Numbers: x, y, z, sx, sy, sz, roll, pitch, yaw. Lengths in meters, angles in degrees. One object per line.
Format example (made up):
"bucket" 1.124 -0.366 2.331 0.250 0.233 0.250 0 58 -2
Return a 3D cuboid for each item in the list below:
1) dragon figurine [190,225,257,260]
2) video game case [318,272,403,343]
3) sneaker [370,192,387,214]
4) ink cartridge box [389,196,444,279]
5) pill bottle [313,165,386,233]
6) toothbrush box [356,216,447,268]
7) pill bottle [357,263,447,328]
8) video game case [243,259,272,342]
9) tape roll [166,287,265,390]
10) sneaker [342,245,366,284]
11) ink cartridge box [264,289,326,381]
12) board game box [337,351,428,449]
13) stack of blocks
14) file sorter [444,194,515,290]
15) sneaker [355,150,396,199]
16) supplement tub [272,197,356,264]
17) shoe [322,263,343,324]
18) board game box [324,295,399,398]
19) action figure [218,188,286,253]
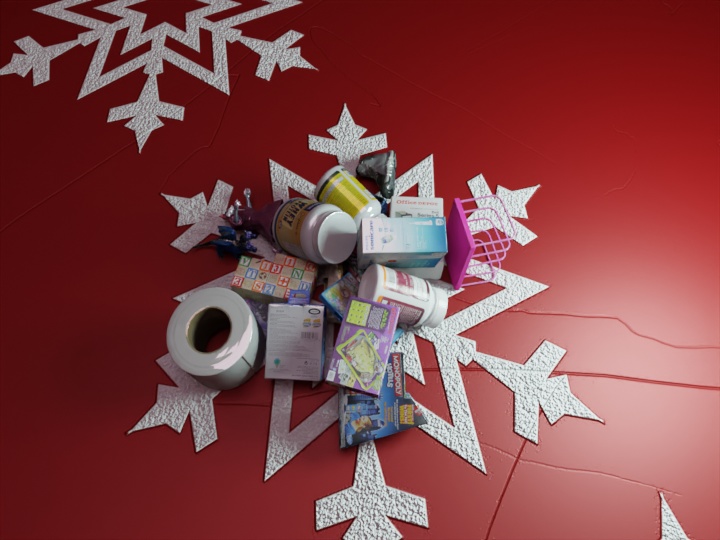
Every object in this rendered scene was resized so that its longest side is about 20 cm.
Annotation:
"dragon figurine" -0.351 -0.076 1.471 0.195 0.100 0.060 13 60 8
"video game case" 0.005 0.105 1.340 0.200 0.018 0.143 47 33 5
"sneaker" -0.018 -0.198 1.549 0.195 0.079 0.067 16 63 11
"ink cartridge box" 0.144 -0.089 1.481 0.141 0.085 0.205 2 61 2
"pill bottle" -0.019 -0.164 1.455 0.112 0.113 0.200 -39 75 -20
"toothbrush box" 0.092 -0.063 1.325 0.194 0.147 0.088 0 77 -6
"pill bottle" 0.101 0.066 1.344 0.196 0.114 0.117 18 58 -21
"video game case" -0.225 0.080 1.430 0.140 0.019 0.203 19 64 11
"tape roll" -0.329 0.159 1.306 0.197 0.140 0.208 -2 66 4
"sneaker" 0.000 0.000 1.439 0.080 0.075 0.201 -30 65 -15
"ink cartridge box" -0.147 0.148 1.314 0.132 0.076 0.206 2 88 1
"board game box" 0.047 0.280 1.242 0.194 0.062 0.206 -1 89 -1
"stack of blocks" -0.212 0.023 1.417 0.195 0.059 0.117 12 61 8
"file sorter" 0.290 -0.070 1.405 0.122 0.202 0.142 -9 60 -8
"sneaker" 0.040 -0.264 1.583 0.112 0.076 0.202 -1 39 10
"supplement tub" -0.114 -0.098 1.402 0.198 0.146 0.145 17 56 48
"shoe" -0.071 0.036 1.422 0.052 0.070 0.205 -1 63 -9
"board game box" 0.007 0.160 1.211 0.117 0.033 0.204 11 62 12
"action figure" -0.287 -0.135 1.524 0.195 0.153 0.134 0 24 20
